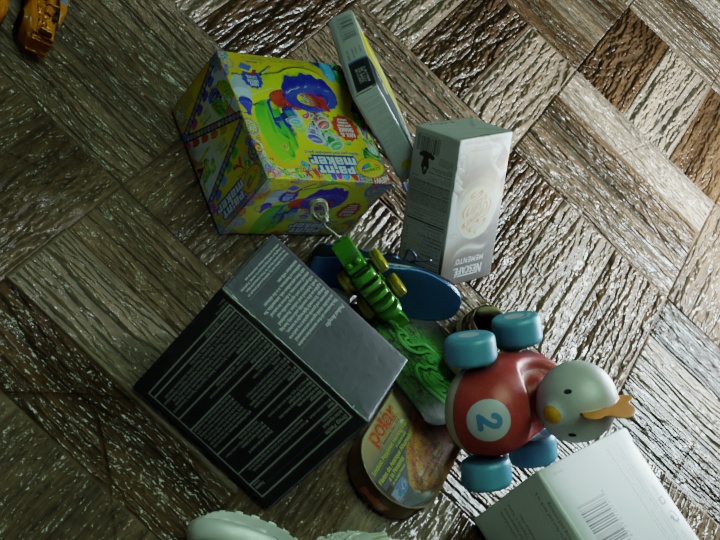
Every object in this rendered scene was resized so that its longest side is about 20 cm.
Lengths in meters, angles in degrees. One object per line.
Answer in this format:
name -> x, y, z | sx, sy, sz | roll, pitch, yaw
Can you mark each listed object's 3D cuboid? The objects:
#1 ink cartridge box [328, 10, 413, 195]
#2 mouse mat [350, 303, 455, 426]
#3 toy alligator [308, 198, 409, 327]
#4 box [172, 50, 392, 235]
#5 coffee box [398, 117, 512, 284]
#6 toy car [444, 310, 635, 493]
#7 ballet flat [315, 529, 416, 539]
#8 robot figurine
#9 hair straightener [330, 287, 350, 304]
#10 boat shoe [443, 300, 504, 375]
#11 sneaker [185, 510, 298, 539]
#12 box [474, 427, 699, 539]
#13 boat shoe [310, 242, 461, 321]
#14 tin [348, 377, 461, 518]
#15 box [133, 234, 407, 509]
ink cartridge box -> 0.028, -0.216, 1.879 | 0.200, 0.047, 0.198 | 56, 10, -39
mouse mat -> 0.077, 0.110, 1.742 | 0.161, 0.008, 0.200 | -2, 47, -49
toy alligator -> 0.000, 0.000, 1.700 | 0.200, 0.059, 0.054 | 53, 7, -21
box -> -0.099, -0.155, 1.770 | 0.199, 0.122, 0.193 | -1, 58, -41
coffee box -> 0.122, -0.089, 1.839 | 0.080, 0.201, 0.114 | 23, 26, 39
toy car -> 0.218, 0.155, 1.633 | 0.176, 0.199, 0.185 | -18, 103, -44
ballet flat -> 0.034, 0.309, 1.528 | 0.199, 0.072, 0.072 | 12, 49, -33
robot figurine -> -0.412, -0.353, 1.717 | 0.144, 0.058, 0.201 | 21, 46, -28
hair straightener -> -0.034, 0.097, 1.642 | 0.041, 0.077, 0.201 | 30, 41, -21
boat shoe -> 0.162, 0.079, 1.805 | 0.072, 0.072, 0.200 | 42, 23, 4
sneaker -> -0.090, 0.312, 1.416 | 0.199, 0.076, 0.081 | 31, 50, -14
box -> 0.278, 0.322, 1.675 | 0.200, 0.131, 0.199 | -15, 67, -48
boat shoe -> 0.035, 0.001, 1.775 | 0.199, 0.084, 0.069 | 23, 25, -18
tin -> 0.054, 0.207, 1.655 | 0.112, 0.042, 0.200 | 45, 39, -6
box -> -0.095, 0.109, 1.484 | 0.198, 0.200, 0.123 | 44, 39, -3
